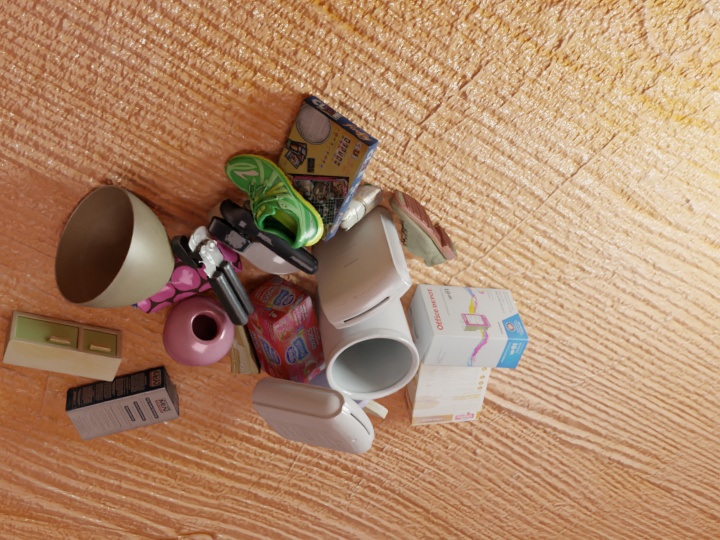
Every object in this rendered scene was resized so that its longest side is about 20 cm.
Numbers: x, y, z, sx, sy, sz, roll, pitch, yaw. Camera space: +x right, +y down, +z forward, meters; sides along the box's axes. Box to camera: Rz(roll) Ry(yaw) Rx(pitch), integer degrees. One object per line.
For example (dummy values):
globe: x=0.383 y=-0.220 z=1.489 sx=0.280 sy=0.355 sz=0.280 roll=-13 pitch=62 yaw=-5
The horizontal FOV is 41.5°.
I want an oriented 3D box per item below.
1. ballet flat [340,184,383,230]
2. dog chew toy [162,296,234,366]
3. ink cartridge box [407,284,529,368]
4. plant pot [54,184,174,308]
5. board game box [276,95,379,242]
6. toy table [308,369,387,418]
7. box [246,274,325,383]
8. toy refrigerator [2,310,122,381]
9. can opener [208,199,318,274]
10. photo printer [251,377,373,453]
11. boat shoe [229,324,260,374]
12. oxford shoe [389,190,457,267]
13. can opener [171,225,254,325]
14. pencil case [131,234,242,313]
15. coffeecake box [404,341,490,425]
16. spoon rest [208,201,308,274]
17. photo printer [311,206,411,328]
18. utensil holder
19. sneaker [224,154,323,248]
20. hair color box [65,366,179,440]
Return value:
ballet flat: x=-0.053 y=-0.094 z=1.648 sx=0.199 sy=0.067 sz=0.068 roll=-14 pitch=134 yaw=0
dog chew toy: x=-0.304 y=0.119 z=1.731 sx=0.124 sy=0.125 sz=0.200 roll=9 pitch=163 yaw=-20
ink cartridge box: x=0.204 y=0.108 z=1.838 sx=0.199 sy=0.145 sz=0.085 roll=3 pitch=131 yaw=-15
plant pot: x=-0.386 y=-0.024 z=1.564 sx=0.200 sy=0.201 sz=0.134 roll=-39 pitch=143 yaw=22
board game box: x=-0.067 y=-0.163 z=1.550 sx=0.135 sy=0.035 sz=0.200 roll=37 pitch=126 yaw=12
toy table: x=-0.046 y=0.235 z=1.892 sx=0.184 sy=0.200 sz=0.117 roll=-51 pitch=143 yaw=-11
box: x=-0.141 y=0.120 z=1.779 sx=0.095 sy=0.100 sz=0.200 roll=-39 pitch=140 yaw=-26
toy refrigerator: x=-0.543 y=0.137 z=1.742 sx=0.199 sy=0.076 sz=0.070 roll=14 pitch=127 yaw=-24
can opener: x=-0.156 y=-0.055 z=1.605 sx=0.200 sy=0.063 sz=0.079 roll=28 pitch=114 yaw=-16
photo printer: x=-0.078 y=0.266 z=1.729 sx=0.199 sy=0.070 sz=0.167 roll=7 pitch=150 yaw=29
boat shoe: x=-0.240 y=0.128 z=1.804 sx=0.066 sy=0.074 sz=0.201 roll=-10 pitch=128 yaw=1
oxford shoe: x=0.100 y=-0.066 z=1.708 sx=0.074 sy=0.071 sz=0.200 roll=-30 pitch=131 yaw=18
can opener: x=-0.244 y=0.008 z=1.611 sx=0.066 sy=0.053 sz=0.200 roll=-5 pitch=129 yaw=34
pencil case: x=-0.311 y=0.002 z=1.666 sx=0.199 sy=0.091 sz=0.094 roll=-25 pitch=123 yaw=7
coffeecake box: x=0.182 y=0.230 z=1.994 sx=0.153 sy=0.073 sz=0.200 roll=-4 pitch=132 yaw=-10
spoon rest: x=-0.178 y=-0.045 z=1.665 sx=0.200 sy=0.061 sz=0.099 roll=30 pitch=131 yaw=-31
photo printer: x=0.000 y=0.000 z=1.656 sx=0.166 sy=0.200 sz=0.069 roll=-31 pitch=131 yaw=16
utensil holder: x=0.006 y=0.109 z=1.756 sx=0.169 sy=0.200 sz=0.170 roll=-6 pitch=132 yaw=-7
sneaker: x=-0.147 y=-0.115 z=1.547 sx=0.200 sy=0.084 sz=0.074 roll=42 pitch=128 yaw=9
hair color box: x=-0.469 y=0.264 z=1.884 sx=0.199 sy=0.061 sz=0.100 roll=-13 pitch=134 yaw=0
